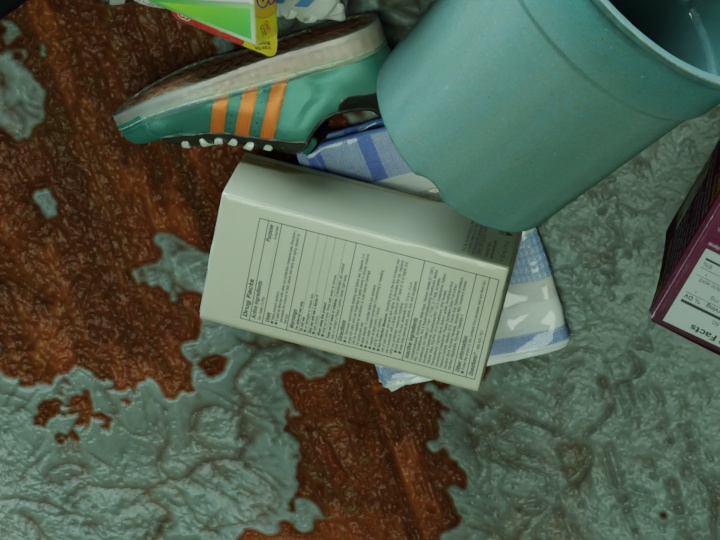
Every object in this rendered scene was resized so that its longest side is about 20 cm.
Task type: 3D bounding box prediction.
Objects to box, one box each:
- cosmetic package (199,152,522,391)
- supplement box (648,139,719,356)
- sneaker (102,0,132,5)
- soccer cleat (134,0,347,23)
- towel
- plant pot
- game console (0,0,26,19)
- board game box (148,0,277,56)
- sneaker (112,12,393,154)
[{"bbox_3d":[0.000,0.000,1.690,0.200,0.071,0.105,16,119,4],"label":"cosmetic package"},{"bbox_3d":[0.277,-0.051,1.596,0.103,0.131,0.200,26,120,-2],"label":"supplement box"},{"bbox_3d":[-0.216,-0.236,1.560,0.121,0.084,0.200,-16,133,-1],"label":"sneaker"},{"bbox_3d":[-0.057,-0.190,1.634,0.200,0.070,0.086,-11,126,21],"label":"soccer cleat"},{"bbox_3d":[0.051,-0.016,1.726,0.147,0.024,0.200,-13,113,17],"label":"towel"},{"bbox_3d":[0.125,-0.137,1.561,0.200,0.200,0.196,40,126,-9],"label":"plant pot"},{"bbox_3d":[-0.243,-0.258,1.612,0.200,0.116,0.176,-31,107,25],"label":"game console"},{"bbox_3d":[-0.095,-0.228,1.535,0.095,0.030,0.200,25,134,33],"label":"board game box"},{"bbox_3d":[-0.068,-0.107,1.677,0.200,0.071,0.080,-15,109,18],"label":"sneaker"}]
